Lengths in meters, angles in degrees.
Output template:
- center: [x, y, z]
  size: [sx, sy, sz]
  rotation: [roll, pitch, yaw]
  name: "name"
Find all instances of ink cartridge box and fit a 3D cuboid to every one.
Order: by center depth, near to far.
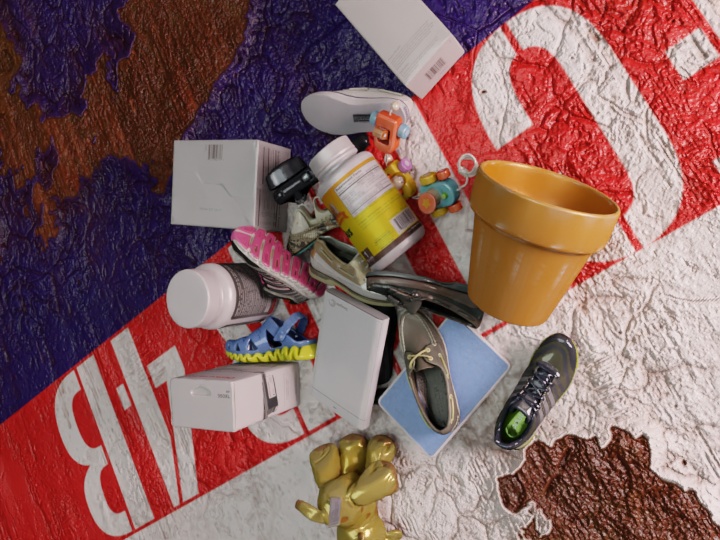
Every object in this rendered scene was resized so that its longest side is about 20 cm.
- center: [-0.219, 0.218, 1.050]
  size: [0.141, 0.199, 0.087]
  rotation: [-4, 89, 26]
  name: "ink cartridge box"

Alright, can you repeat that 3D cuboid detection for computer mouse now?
- center: [0.020, 0.138, 1.010]
  size: [0.135, 0.052, 0.206]
  rotation: [-1, 90, 27]
  name: "computer mouse"

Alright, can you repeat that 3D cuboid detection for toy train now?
- center: [0.083, -0.165, 0.939]
  size: [0.198, 0.055, 0.152]
  rotation: [33, 136, 20]
  name: "toy train"

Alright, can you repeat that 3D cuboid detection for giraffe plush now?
- center: [-0.003, 0.399, 0.982]
  size: [0.168, 0.201, 0.165]
  rotation: [-7, 117, 23]
  name: "giraffe plush"

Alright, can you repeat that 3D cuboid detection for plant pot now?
- center: [0.235, -0.033, 0.835]
  size: [0.197, 0.199, 0.187]
  rotation: [26, 117, 23]
  name: "plant pot"

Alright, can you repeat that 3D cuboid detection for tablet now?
- center: [0.134, 0.185, 0.954]
  size: [0.130, 0.014, 0.201]
  rotation: [42, 96, 17]
  name: "tablet"

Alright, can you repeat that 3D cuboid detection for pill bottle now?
- center: [0.006, -0.108, 0.931]
  size: [0.108, 0.109, 0.202]
  rotation: [-36, 90, 22]
  name: "pill bottle"
- center: [-0.244, 0.044, 1.060]
  size: [0.111, 0.199, 0.117]
  rotation: [0, 91, 25]
  name: "pill bottle"

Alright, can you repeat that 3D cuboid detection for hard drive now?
- center: [-0.023, 0.149, 0.998]
  size: [0.130, 0.026, 0.205]
  rotation: [25, 114, 36]
  name: "hard drive"

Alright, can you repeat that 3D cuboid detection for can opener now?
- center: [-0.070, -0.178, 1.019]
  size: [0.197, 0.064, 0.080]
  rotation: [-28, 103, 6]
  name: "can opener"

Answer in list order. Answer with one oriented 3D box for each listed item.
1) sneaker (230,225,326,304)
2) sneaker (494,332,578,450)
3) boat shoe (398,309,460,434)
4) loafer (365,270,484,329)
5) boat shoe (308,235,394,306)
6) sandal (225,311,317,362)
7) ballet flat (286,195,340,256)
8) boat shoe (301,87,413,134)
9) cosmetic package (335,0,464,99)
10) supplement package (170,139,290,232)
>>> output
- center: [-0.157, 0.001, 1.044]
  size: [0.087, 0.198, 0.075]
  rotation: [-32, 36, 35]
  name: "sneaker"
- center: [0.260, 0.187, 0.874]
  size: [0.073, 0.081, 0.204]
  rotation: [28, 103, 23]
  name: "sneaker"
- center: [0.106, 0.155, 0.927]
  size: [0.071, 0.060, 0.206]
  rotation: [-20, 78, 13]
  name: "boat shoe"
- center: [0.101, 0.045, 0.918]
  size: [0.194, 0.072, 0.065]
  rotation: [9, 78, -2]
  name: "loafer"
- center: [0.000, 0.000, 0.994]
  size: [0.196, 0.075, 0.070]
  rotation: [18, 120, 18]
  name: "boat shoe"
- center: [-0.163, 0.126, 1.095]
  size: [0.195, 0.079, 0.090]
  rotation: [-7, 84, 18]
  name: "sandal"
- center: [-0.068, -0.096, 1.039]
  size: [0.197, 0.069, 0.076]
  rotation: [-25, 120, 23]
  name: "ballet flat"
- center: [-0.005, -0.281, 1.009]
  size: [0.195, 0.066, 0.073]
  rotation: [5, 129, 24]
  name: "boat shoe"
- center: [0.063, -0.398, 0.963]
  size: [0.107, 0.084, 0.202]
  rotation: [-42, 73, 20]
  name: "cosmetic package"
- center: [-0.243, -0.158, 1.106]
  size: [0.195, 0.110, 0.160]
  rotation: [6, 94, 25]
  name: "supplement package"
